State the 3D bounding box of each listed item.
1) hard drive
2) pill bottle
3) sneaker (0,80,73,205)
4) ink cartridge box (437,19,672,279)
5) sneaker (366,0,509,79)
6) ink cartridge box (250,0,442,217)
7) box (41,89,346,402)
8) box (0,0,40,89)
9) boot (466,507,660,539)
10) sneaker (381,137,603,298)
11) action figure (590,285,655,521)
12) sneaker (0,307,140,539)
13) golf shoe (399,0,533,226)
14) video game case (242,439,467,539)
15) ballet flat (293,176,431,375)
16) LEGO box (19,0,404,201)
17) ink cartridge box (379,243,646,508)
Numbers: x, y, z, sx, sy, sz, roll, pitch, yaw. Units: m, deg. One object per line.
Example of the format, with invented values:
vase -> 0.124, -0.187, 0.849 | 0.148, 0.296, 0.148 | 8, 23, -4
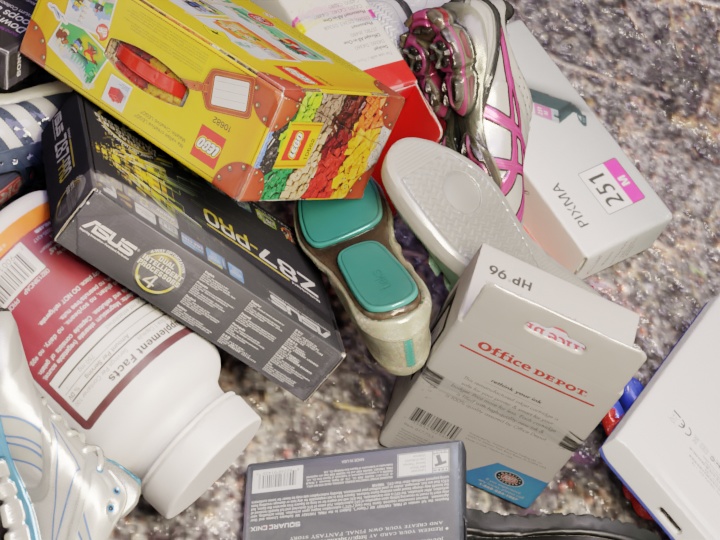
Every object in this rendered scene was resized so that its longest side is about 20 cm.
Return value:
hard drive -> 0.250, 0.116, 1.465 | 0.132, 0.025, 0.200 | 49, 42, -3
pill bottle -> -0.161, 0.055, 1.323 | 0.200, 0.113, 0.113 | 43, 53, 9
sneaker -> -0.225, -0.074, 1.413 | 0.198, 0.075, 0.085 | -2, 57, -12
ink cartridge box -> 0.104, -0.077, 1.565 | 0.173, 0.044, 0.200 | -23, 69, -34
sneaker -> 0.021, -0.202, 1.572 | 0.114, 0.076, 0.200 | -14, 42, -27
ink cartridge box -> -0.032, -0.136, 1.502 | 0.067, 0.116, 0.201 | -18, 65, -31
box -> -0.108, -0.018, 1.353 | 0.199, 0.049, 0.161 | 34, 18, -24
box -> -0.235, -0.204, 1.477 | 0.142, 0.036, 0.200 | 26, 40, 22
boot -> 0.098, 0.234, 1.333 | 0.197, 0.074, 0.163 | 7, 53, -9
sneaker -> 0.066, 0.004, 1.437 | 0.200, 0.118, 0.074 | 44, 53, -13
action figure -> 0.187, 0.104, 1.475 | 0.065, 0.052, 0.201 | -15, 66, -35
sneaker -> -0.176, 0.116, 1.256 | 0.086, 0.075, 0.201 | -14, 94, -4
golf shoe -> 0.093, -0.092, 1.484 | 0.092, 0.072, 0.201 | -21, 107, -35
video game case -> -0.005, 0.199, 1.299 | 0.142, 0.019, 0.201 | -7, 53, 12
ballet flat -> 0.000, 0.000, 1.402 | 0.067, 0.063, 0.200 | -17, 35, -3
LEGO box -> -0.094, -0.126, 1.386 | 0.200, 0.078, 0.149 | 34, 19, 27
ink cartridge box -> 0.101, 0.060, 1.369 | 0.115, 0.200, 0.068 | 24, 52, -5
